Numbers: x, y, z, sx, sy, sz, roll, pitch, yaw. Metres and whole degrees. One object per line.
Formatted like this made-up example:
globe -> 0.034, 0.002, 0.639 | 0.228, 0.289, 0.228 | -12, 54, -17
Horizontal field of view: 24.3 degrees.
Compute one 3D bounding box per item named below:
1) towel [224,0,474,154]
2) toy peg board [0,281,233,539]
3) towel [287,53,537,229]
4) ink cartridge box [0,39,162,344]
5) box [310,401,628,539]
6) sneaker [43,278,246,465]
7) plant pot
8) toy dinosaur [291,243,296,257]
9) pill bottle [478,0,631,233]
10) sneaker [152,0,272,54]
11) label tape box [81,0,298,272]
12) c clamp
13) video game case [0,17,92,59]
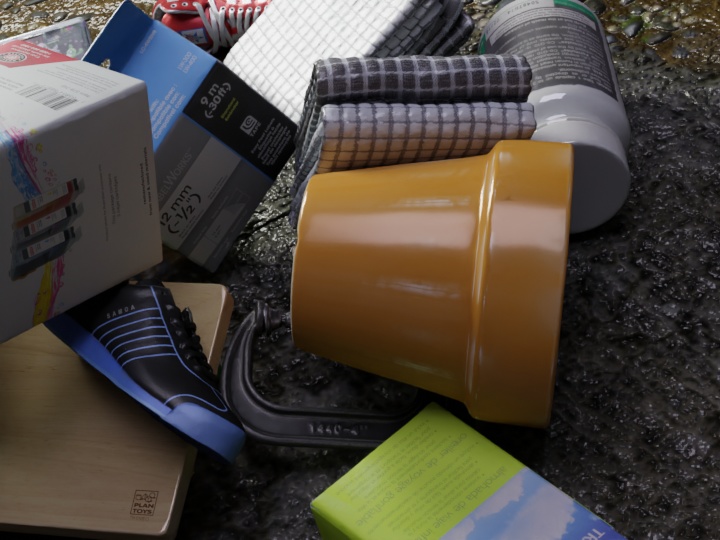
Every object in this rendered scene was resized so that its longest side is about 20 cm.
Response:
towel -> -0.011, -0.199, 1.471 | 0.200, 0.086, 0.166 | -49, 44, 7
toy peg board -> -0.198, 0.117, 1.251 | 0.200, 0.098, 0.199 | 1, 60, 18
towel -> 0.034, -0.102, 1.276 | 0.165, 0.200, 0.086 | -4, 74, -11
ink cartridge box -> -0.259, -0.050, 1.141 | 0.145, 0.145, 0.200 | 22, 36, 35
box -> 0.076, 0.181, 1.116 | 0.122, 0.048, 0.200 | -38, 47, -22
sneaker -> -0.140, 0.057, 1.171 | 0.200, 0.070, 0.078 | 34, 80, 32
plant pot -> 0.050, 0.003, 1.177 | 0.183, 0.200, 0.200 | 5, 45, 5
toy dinosaur -> 0.000, 0.000, 1.326 | 0.101, 0.058, 0.200 | -10, 42, 4
pill bottle -> 0.161, -0.130, 1.377 | 0.113, 0.113, 0.200 | -10, 41, 6
sneaker -> -0.117, -0.240, 1.608 | 0.200, 0.071, 0.112 | 20, 48, 43
label tape box -> -0.150, -0.103, 1.323 | 0.066, 0.200, 0.143 | 33, 88, 36
c clamp -> -0.008, 0.061, 1.249 | 0.200, 0.027, 0.171 | -1, 59, -11
video game case -> -0.308, -0.110, 1.401 | 0.200, 0.023, 0.182 | -17, 63, -2
